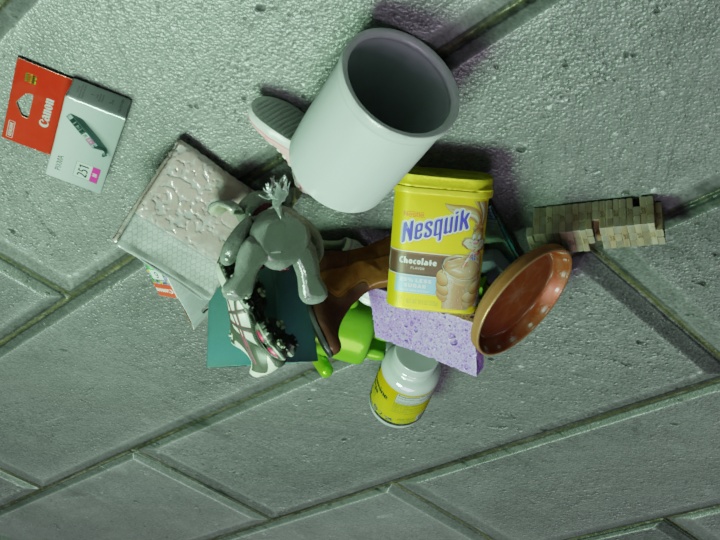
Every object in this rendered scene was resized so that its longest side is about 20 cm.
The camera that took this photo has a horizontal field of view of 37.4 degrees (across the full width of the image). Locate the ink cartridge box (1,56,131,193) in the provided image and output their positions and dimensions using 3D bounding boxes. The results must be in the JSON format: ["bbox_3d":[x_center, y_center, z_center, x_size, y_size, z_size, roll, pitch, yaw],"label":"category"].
[{"bbox_3d":[-0.452,-0.215,1.611,0.172,0.044,0.200,19,143,-14],"label":"ink cartridge box"}]

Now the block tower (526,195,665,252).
[{"bbox_3d":[0.352,-0.067,1.598,0.198,0.058,0.054,-6,142,19],"label":"block tower"}]

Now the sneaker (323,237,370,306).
[{"bbox_3d":[0.000,0.000,1.760,0.198,0.075,0.100,13,140,-6],"label":"sneaker"}]

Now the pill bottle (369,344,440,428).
[{"bbox_3d":[0.086,0.201,1.980,0.111,0.113,0.201,13,144,-3],"label":"pill bottle"}]

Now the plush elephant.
[{"bbox_3d":[-0.145,-0.057,1.620,0.163,0.155,0.202,-4,106,-20],"label":"plush elephant"}]

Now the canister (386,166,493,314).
[{"bbox_3d":[0.114,-0.045,1.568,0.147,0.087,0.202,5,104,4],"label":"canister"}]

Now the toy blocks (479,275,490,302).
[{"bbox_3d":[0.132,0.074,1.733,0.136,0.100,0.201,15,143,16],"label":"toy blocks"}]

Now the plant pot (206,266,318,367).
[{"bbox_3d":[-0.164,0.055,1.757,0.140,0.202,0.141,-5,175,21],"label":"plant pot"}]

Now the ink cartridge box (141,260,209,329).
[{"bbox_3d":[-0.293,-0.016,1.732,0.050,0.109,0.201,7,131,38],"label":"ink cartridge box"}]

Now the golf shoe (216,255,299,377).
[{"bbox_3d":[-0.181,0.069,1.650,0.088,0.201,0.077,-40,160,27],"label":"golf shoe"}]

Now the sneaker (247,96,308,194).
[{"bbox_3d":[-0.092,-0.170,1.551,0.199,0.076,0.105,24,137,-25],"label":"sneaker"}]

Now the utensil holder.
[{"bbox_3d":[0.012,-0.192,1.419,0.169,0.171,0.200,22,144,-15],"label":"utensil holder"}]

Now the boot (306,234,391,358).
[{"bbox_3d":[0.015,0.034,1.662,0.198,0.189,0.069,-14,138,1],"label":"boot"}]

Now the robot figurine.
[{"bbox_3d":[-0.044,0.094,1.862,0.198,0.116,0.176,17,121,-6],"label":"robot figurine"}]

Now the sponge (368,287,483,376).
[{"bbox_3d":[0.102,0.087,1.685,0.199,0.030,0.112,19,135,31],"label":"sponge"}]

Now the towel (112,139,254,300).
[{"bbox_3d":[-0.257,-0.073,1.656,0.200,0.192,0.032,35,179,-35],"label":"towel"}]

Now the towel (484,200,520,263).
[{"bbox_3d":[0.177,-0.033,1.717,0.146,0.022,0.200,-9,140,24],"label":"towel"}]

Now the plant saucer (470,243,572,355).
[{"bbox_3d":[0.238,0.041,1.602,0.032,0.200,0.201,42,156,29],"label":"plant saucer"}]

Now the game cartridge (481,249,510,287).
[{"bbox_3d":[0.201,0.039,1.758,0.132,0.042,0.201,-8,138,19],"label":"game cartridge"}]
